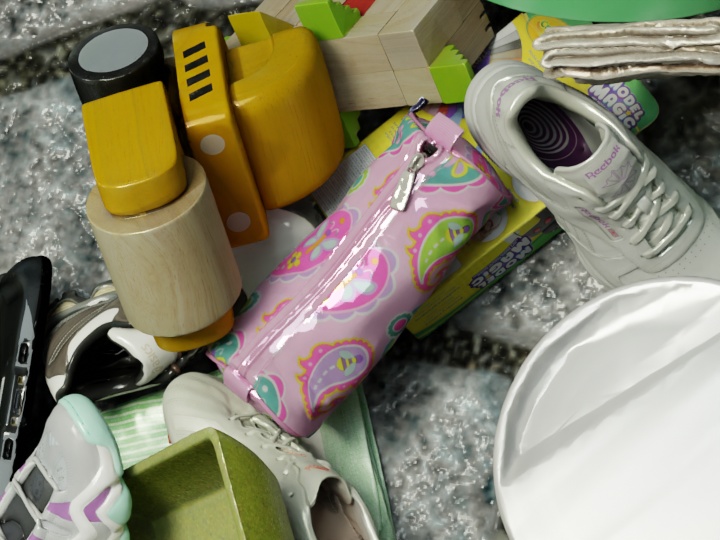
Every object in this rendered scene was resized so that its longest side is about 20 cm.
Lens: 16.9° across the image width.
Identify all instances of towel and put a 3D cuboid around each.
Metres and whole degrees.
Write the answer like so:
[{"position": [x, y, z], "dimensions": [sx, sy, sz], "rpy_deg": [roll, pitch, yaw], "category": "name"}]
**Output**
[{"position": [0.193, -0.123, 1.354], "dimensions": [0.132, 0.200, 0.035], "rpy_deg": [1, 96, 34], "category": "towel"}, {"position": [-0.085, 0.131, 1.465], "dimensions": [0.199, 0.023, 0.153], "rpy_deg": [-20, 65, 13], "category": "towel"}]

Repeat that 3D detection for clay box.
[{"position": [0.078, -0.065, 1.462], "dimensions": [0.200, 0.048, 0.115], "rpy_deg": [-37, 63, 4], "category": "clay box"}]

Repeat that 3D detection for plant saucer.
[{"position": [-0.079, 0.199, 1.360], "dimensions": [0.200, 0.048, 0.201], "rpy_deg": [-29, 74, 57], "category": "plant saucer"}]

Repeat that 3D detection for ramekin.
[{"position": [0.180, 0.112, 1.335], "dimensions": [0.201, 0.094, 0.203], "rpy_deg": [-7, 70, 18], "category": "ramekin"}]

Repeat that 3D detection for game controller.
[{"position": [-0.222, 0.091, 1.494], "dimensions": [0.104, 0.042, 0.201], "rpy_deg": [-22, 57, 57], "category": "game controller"}]

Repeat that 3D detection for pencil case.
[{"position": [0.000, 0.000, 1.398], "dimensions": [0.087, 0.087, 0.200], "rpy_deg": [42, 93, 27], "category": "pencil case"}]

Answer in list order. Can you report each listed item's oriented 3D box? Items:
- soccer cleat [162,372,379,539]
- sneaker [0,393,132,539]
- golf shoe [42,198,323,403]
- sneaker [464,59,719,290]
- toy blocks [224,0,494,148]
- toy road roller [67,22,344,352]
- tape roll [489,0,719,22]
[{"position": [-0.042, 0.124, 1.391], "dimensions": [0.069, 0.078, 0.200], "rpy_deg": [-21, 60, -36], "category": "soccer cleat"}, {"position": [-0.209, 0.168, 1.377], "dimensions": [0.078, 0.139, 0.201], "rpy_deg": [42, 132, 48], "category": "sneaker"}, {"position": [-0.104, 0.028, 1.464], "dimensions": [0.200, 0.078, 0.095], "rpy_deg": [-30, 25, 15], "category": "golf shoe"}, {"position": [0.142, -0.039, 1.368], "dimensions": [0.200, 0.100, 0.075], "rpy_deg": [38, 89, -11], "category": "sneaker"}, {"position": [0.009, -0.155, 1.489], "dimensions": [0.199, 0.100, 0.137], "rpy_deg": [-3, 35, 36], "category": "toy blocks"}, {"position": [-0.081, -0.064, 1.396], "dimensions": [0.145, 0.123, 0.200], "rpy_deg": [-15, 39, 2], "category": "toy road roller"}, {"position": [0.147, -0.205, 1.419], "dimensions": [0.199, 0.048, 0.201], "rpy_deg": [0, 28, 0], "category": "tape roll"}]
